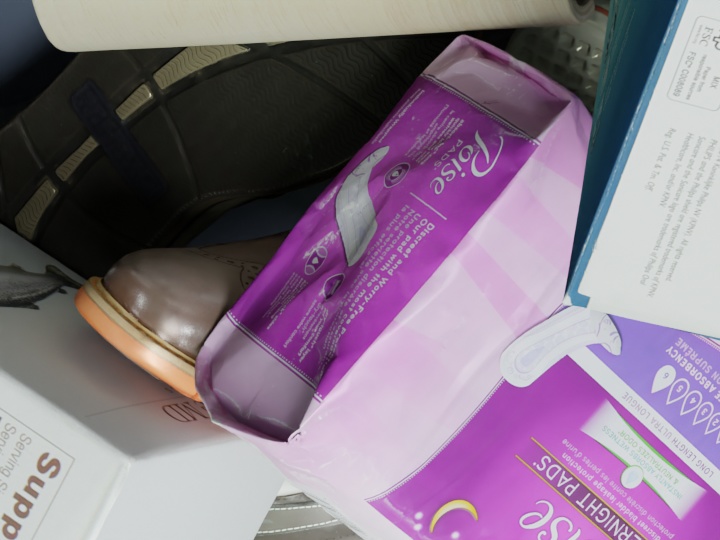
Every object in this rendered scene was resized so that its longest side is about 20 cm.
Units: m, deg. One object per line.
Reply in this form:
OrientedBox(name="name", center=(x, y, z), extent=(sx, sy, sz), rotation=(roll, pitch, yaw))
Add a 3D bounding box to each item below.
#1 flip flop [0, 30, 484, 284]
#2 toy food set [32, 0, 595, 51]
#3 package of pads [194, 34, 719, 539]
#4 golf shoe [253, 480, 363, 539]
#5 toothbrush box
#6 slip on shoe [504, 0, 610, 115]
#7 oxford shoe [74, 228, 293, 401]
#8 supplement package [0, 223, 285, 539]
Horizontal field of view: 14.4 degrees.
OrientedBox(name="flip flop", center=(-0.045, -0.044, 0.833), extent=(0.200, 0.058, 0.081), rotation=(-36, 84, 33))
OrientedBox(name="toy food set", center=(-0.023, -0.145, 0.715), extent=(0.143, 0.060, 0.200), rotation=(-2, 123, 16))
OrientedBox(name="package of pads", center=(0.061, 0.044, 0.764), extent=(0.121, 0.076, 0.200), rotation=(-50, 124, -2))
OrientedBox(name="golf shoe", center=(-0.068, 0.063, 0.874), extent=(0.200, 0.078, 0.095), rotation=(9, 104, 13))
OrientedBox(name="toothbrush box", center=(0.111, -0.100, 0.630), extent=(0.085, 0.200, 0.146), rotation=(13, 137, -3))
OrientedBox(name="slip on shoe", center=(0.109, -0.016, 0.827), extent=(0.074, 0.061, 0.200), rotation=(-11, 137, 42))
OrientedBox(name="oxford shoe", center=(0.000, 0.000, 0.814), extent=(0.200, 0.071, 0.073), rotation=(0, 123, -52))
OrientedBox(name="supplement package", center=(-0.139, 0.045, 0.798), extent=(0.200, 0.117, 0.117), rotation=(32, 102, 18))
